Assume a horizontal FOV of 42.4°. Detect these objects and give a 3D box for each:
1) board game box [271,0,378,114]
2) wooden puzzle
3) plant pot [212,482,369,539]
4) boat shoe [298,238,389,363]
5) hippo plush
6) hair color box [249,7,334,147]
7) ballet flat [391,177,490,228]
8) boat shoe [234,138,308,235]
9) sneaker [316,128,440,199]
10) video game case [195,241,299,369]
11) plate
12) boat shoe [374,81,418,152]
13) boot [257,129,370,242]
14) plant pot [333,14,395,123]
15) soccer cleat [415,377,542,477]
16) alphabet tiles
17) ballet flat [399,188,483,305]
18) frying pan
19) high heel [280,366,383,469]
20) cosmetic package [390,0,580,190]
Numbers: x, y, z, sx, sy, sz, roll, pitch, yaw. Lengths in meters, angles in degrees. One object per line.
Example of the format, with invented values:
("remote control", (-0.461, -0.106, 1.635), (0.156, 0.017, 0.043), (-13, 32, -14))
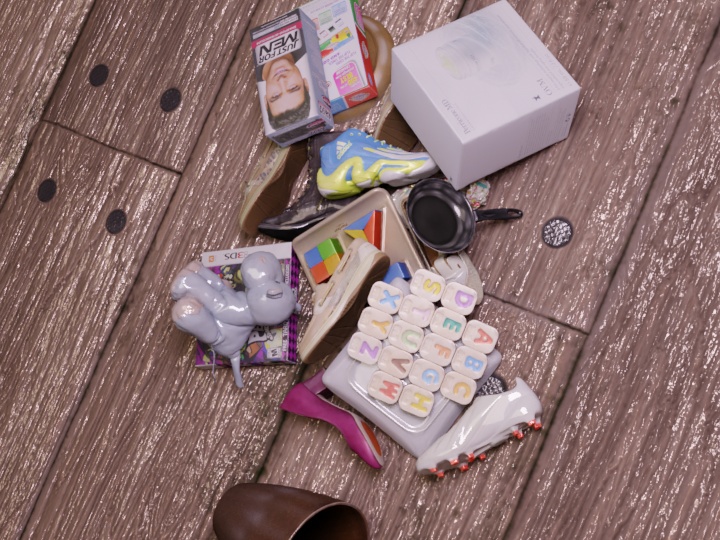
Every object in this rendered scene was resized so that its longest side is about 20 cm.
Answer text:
("board game box", (-0.062, -0.360, 1.559), (0.153, 0.040, 0.201), (-18, 70, 21))
("wooden puzzle", (0.000, 0.000, 1.429), (0.185, 0.046, 0.201), (-30, 80, 21))
("plant pot", (-0.121, 0.393, 1.360), (0.200, 0.187, 0.188), (16, 84, 43))
("boat shoe", (-0.036, 0.046, 1.378), (0.065, 0.072, 0.200), (36, 98, 25))
("hippo plush", (-0.189, 0.051, 1.435), (0.160, 0.159, 0.201), (-26, 67, 18))
("hair color box", (-0.114, -0.314, 1.515), (0.099, 0.061, 0.201), (-18, 70, 21))
("ballet flat", (0.101, -0.112, 1.433), (0.199, 0.064, 0.076), (-17, 69, 22))
("boat shoe", (-0.153, -0.152, 1.568), (0.063, 0.073, 0.200), (23, 76, 35))
("sneaker", (0.023, -0.180, 1.434), (0.199, 0.076, 0.106), (-11, 83, 10))
("video game case", (-0.188, 0.059, 1.543), (0.181, 0.036, 0.201), (-5, 75, 25))
("plate", (0.072, 0.145, 1.360), (0.199, 0.032, 0.200), (37, 95, 7))
("boat shoe", (0.068, -0.268, 1.494), (0.201, 0.072, 0.065), (-69, 25, 8))
("boot", (-0.076, -0.144, 1.530), (0.199, 0.069, 0.175), (-8, 72, 14))
("plant pot", (-0.036, -0.350, 1.582), (0.199, 0.027, 0.201), (-7, 73, 25))
("soccer cleat", (0.163, 0.225, 1.317), (0.200, 0.069, 0.078), (-30, 61, 8))
("alphabet tiles", (0.088, 0.104, 1.332), (0.195, 0.015, 0.201), (23, 93, 6))
("ballet flat", (0.112, -0.028, 1.372), (0.067, 0.062, 0.200), (-32, 86, 24))
("frying pan", (0.141, -0.092, 1.355), (0.115, 0.190, 0.031), (60, 147, 5))
("high heel", (-0.043, 0.244, 1.407), (0.096, 0.067, 0.200), (-40, 49, 2))
("cosmetic package", (0.176, -0.259, 1.359), (0.199, 0.123, 0.200), (-27, 64, -12))
